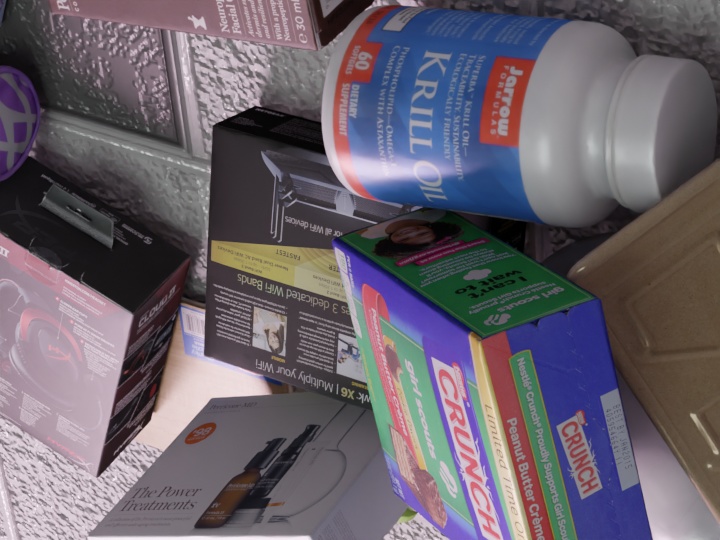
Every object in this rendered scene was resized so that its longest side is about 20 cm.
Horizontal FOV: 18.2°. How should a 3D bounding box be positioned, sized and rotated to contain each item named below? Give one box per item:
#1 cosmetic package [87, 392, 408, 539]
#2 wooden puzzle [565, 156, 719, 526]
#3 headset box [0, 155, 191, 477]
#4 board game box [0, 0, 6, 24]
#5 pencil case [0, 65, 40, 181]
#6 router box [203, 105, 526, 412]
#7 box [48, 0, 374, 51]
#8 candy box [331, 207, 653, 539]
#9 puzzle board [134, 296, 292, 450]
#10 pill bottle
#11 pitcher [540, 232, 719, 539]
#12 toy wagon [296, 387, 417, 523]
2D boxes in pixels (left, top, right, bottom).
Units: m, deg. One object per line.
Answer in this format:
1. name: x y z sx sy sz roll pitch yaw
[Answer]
1. cosmetic package: -0.057 0.140 1.442 0.199 0.151 0.052 -6 119 40
2. wooden puzzle: 0.225 0.023 1.196 0.201 0.185 0.046 56 176 -19
3. headset box: -0.206 0.025 1.552 0.148 0.075 0.201 30 137 13
4. board game box: -0.300 -0.267 1.422 0.199 0.041 0.200 35 139 9
5. pencil case: -0.312 -0.118 1.525 0.199 0.084 0.086 13 147 27
6. router box: 0.000 0.000 1.378 0.199 0.052 0.158 17 116 26
7. box: -0.096 -0.197 1.304 0.199 0.075 0.101 12 131 32
8. candy box: 0.070 0.072 1.218 0.200 0.077 0.170 32 139 61
9. puzzle board: -0.130 0.073 1.602 0.199 0.017 0.152 16 132 26
10. pill bottle: 0.088 -0.083 1.229 0.199 0.112 0.113 8 129 32
11. pitcher: 0.179 0.086 1.282 0.171 0.121 0.201 26 149 58
12. toy wagon: 0.013 0.079 1.480 0.200 0.040 0.155 41 139 2
